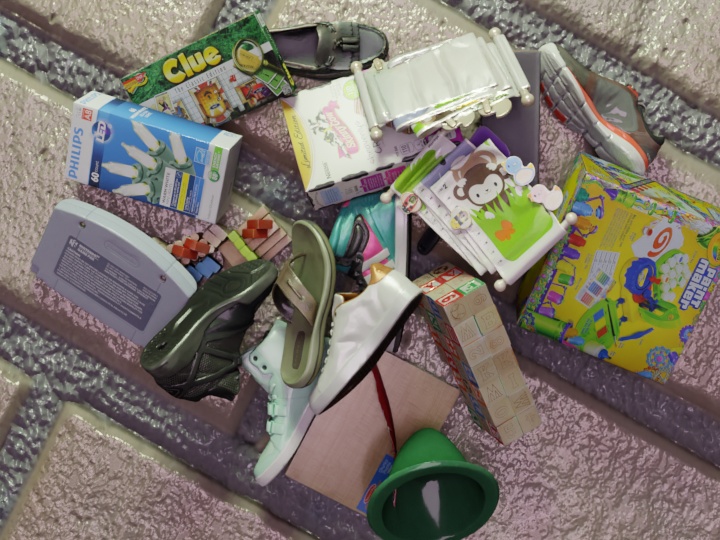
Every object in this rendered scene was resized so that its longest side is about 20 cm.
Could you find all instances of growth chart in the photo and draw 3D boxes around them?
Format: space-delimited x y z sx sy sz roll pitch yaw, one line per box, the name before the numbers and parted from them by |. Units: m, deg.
growth chart | 0.137 -0.077 1.274 0.200 0.018 0.145 40 109 11
growth chart | 0.091 -0.212 1.278 0.198 0.018 0.146 -14 55 8

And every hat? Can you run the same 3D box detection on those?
hat | 0.077 0.221 1.400 0.164 0.177 0.201 -2 132 -9

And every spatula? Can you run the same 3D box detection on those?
spatula | 0.117 -0.086 1.340 0.056 0.021 0.200 44 134 13

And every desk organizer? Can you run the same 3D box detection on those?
desk organizer | 0.180 -0.162 1.357 0.071 0.077 0.202 0 94 2

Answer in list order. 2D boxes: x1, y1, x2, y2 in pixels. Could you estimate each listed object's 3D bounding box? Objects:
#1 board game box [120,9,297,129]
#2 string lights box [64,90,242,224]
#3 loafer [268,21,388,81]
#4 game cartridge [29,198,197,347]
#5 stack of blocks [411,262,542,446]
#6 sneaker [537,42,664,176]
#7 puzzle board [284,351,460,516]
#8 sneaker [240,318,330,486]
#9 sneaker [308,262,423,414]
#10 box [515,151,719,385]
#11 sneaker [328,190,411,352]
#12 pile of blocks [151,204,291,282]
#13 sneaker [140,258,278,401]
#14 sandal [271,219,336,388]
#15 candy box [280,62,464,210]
board game box | -0.186 -0.227 1.351 0.199 0.023 0.105 -22 105 21
string lights box | -0.254 -0.139 1.361 0.199 0.059 0.103 17 116 4
loafer | -0.064 -0.271 1.364 0.198 0.063 0.072 -2 92 2
game cartridge | -0.304 0.004 1.374 0.199 0.041 0.133 34 126 -1
stack of blocks | 0.139 0.100 1.349 0.058 0.115 0.201 -28 110 -11
sneaker | 0.296 -0.207 1.365 0.082 0.077 0.200 -42 97 -17
puzzle board | 0.015 0.205 1.409 0.150 0.017 0.201 28 94 -6
sneaker | -0.113 0.160 1.387 0.118 0.074 0.201 27 88 -2
sneaker | -0.012 0.078 1.327 0.085 0.073 0.201 39 102 13
box | 0.311 -0.005 1.318 0.191 0.122 0.201 22 109 0
sneaker | 0.000 0.000 1.370 0.120 0.084 0.202 3 99 6
pile of blocks | -0.185 -0.020 1.384 0.199 0.062 0.083 -16 93 3
sneaker | -0.164 0.080 1.345 0.200 0.076 0.115 -48 130 -20
sandal | -0.074 0.038 1.317 0.057 0.080 0.203 10 82 -34
candy box | 0.015 -0.171 1.347 0.199 0.061 0.137 -18 68 3
